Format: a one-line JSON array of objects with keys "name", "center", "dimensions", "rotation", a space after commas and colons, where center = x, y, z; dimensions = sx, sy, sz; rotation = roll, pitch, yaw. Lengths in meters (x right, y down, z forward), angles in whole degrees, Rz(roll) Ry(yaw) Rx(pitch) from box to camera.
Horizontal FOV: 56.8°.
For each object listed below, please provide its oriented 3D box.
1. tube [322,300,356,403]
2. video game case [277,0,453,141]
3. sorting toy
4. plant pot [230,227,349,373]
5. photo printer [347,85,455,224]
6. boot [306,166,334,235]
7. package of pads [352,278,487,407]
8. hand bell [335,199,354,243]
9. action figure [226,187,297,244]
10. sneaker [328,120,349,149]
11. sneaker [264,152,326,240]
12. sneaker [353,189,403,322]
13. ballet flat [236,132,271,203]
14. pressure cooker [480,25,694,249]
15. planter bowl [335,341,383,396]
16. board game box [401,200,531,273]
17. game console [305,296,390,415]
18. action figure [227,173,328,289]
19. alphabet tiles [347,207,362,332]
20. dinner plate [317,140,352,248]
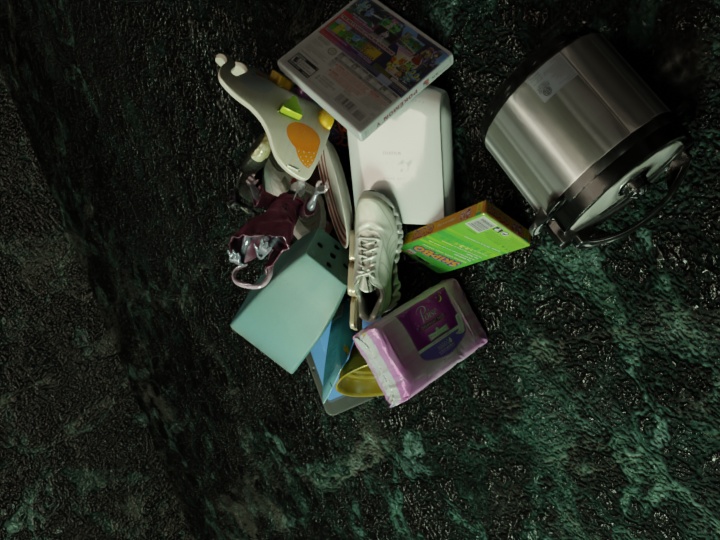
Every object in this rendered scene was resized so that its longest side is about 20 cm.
[{"name": "tube", "center": [-0.035, 0.126, 1.112], "dimensions": [0.049, 0.202, 0.079], "rotation": [19, 122, -4]}, {"name": "video game case", "center": [0.004, -0.299, 0.955], "dimensions": [0.200, 0.181, 0.023], "rotation": [44, 168, 28]}, {"name": "sorting toy", "center": [-0.139, -0.256, 0.996], "dimensions": [0.108, 0.177, 0.201], "rotation": [-52, 29, 17]}, {"name": "plant pot", "center": [-0.102, 0.039, 1.151], "dimensions": [0.140, 0.143, 0.200], "rotation": [37, 123, -9]}, {"name": "photo printer", "center": [0.060, -0.174, 0.993], "dimensions": [0.161, 0.069, 0.206], "rotation": [6, 115, 24]}, {"name": "boot", "center": [-0.075, -0.178, 1.226], "dimensions": [0.166, 0.072, 0.202], "rotation": [44, 138, 11]}, {"name": "package of pads", "center": [0.094, 0.106, 1.025], "dimensions": [0.123, 0.197, 0.075], "rotation": [60, 145, 3]}, {"name": "hand bell", "center": [-0.033, -0.057, 1.225], "dimensions": [0.104, 0.103, 0.203], "rotation": [46, 127, 25]}, {"name": "action figure", "center": [-0.167, -0.105, 1.339], "dimensions": [0.117, 0.104, 0.199], "rotation": [-31, 125, 27]}, {"name": "sneaker", "center": [-0.024, -0.229, 1.103], "dimensions": [0.199, 0.077, 0.077], "rotation": [42, 138, 31]}, {"name": "sneaker", "center": [-0.130, -0.132, 1.212], "dimensions": [0.099, 0.077, 0.205], "rotation": [-28, 87, 59]}, {"name": "sneaker", "center": [0.021, -0.017, 1.002], "dimensions": [0.073, 0.081, 0.206], "rotation": [7, 117, 26]}, {"name": "ballet flat", "center": [-0.170, -0.172, 1.122], "dimensions": [0.056, 0.067, 0.200], "rotation": [34, 159, -5]}, {"name": "pressure cooker", "center": [0.245, -0.131, 0.723], "dimensions": [0.202, 0.176, 0.177], "rotation": [54, 139, 17]}, {"name": "planter bowl", "center": [0.046, 0.147, 1.154], "dimensions": [0.201, 0.195, 0.086], "rotation": [-48, 46, 51]}, {"name": "board game box", "center": [0.146, -0.043, 0.978], "dimensions": [0.094, 0.031, 0.198], "rotation": [28, 151, -25]}, {"name": "game console", "center": [-0.010, 0.162, 1.263], "dimensions": [0.174, 0.115, 0.206], "rotation": [-14, 98, 54]}, {"name": "action figure", "center": [-0.127, -0.079, 1.095], "dimensions": [0.130, 0.202, 0.152], "rotation": [15, 133, 13]}, {"name": "alphabet tiles", "center": [0.000, 0.000, 1.122], "dimensions": [0.200, 0.014, 0.203], "rotation": [52, -140, -79]}, {"name": "dinner plate", "center": [-0.042, -0.139, 1.090], "dimensions": [0.200, 0.024, 0.206], "rotation": [163, 91, -83]}]
